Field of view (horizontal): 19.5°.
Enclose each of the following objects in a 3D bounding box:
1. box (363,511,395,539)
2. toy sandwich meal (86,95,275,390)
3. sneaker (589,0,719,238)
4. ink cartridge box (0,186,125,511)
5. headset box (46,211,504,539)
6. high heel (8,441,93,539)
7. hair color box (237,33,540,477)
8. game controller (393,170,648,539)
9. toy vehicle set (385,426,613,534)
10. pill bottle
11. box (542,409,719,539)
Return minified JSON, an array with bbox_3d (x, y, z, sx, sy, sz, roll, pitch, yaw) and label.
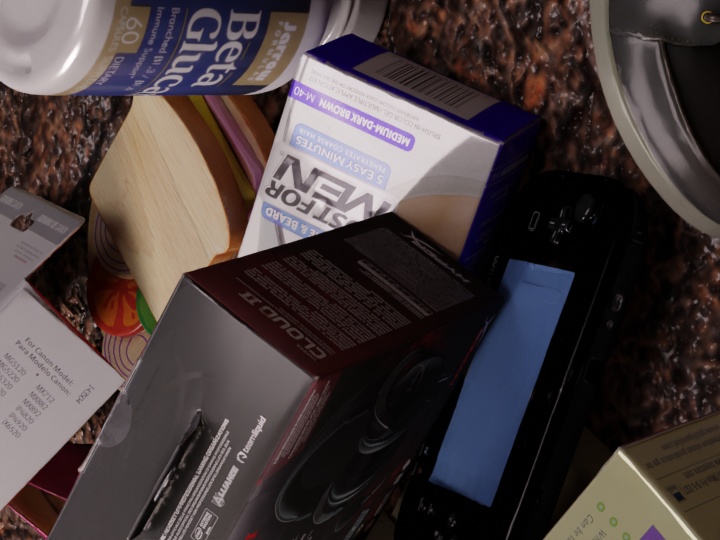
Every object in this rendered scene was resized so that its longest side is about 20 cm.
[{"bbox_3d":[0.002,0.201,1.009,0.200,0.077,0.095,51,126,31],"label":"box"},{"bbox_3d":[-0.105,-0.010,1.150,0.204,0.070,0.207,4,96,46],"label":"toy sandwich meal"},{"bbox_3d":[0.153,-0.120,0.868,0.106,0.074,0.201,-25,74,47],"label":"sneaker"},{"bbox_3d":[-0.213,0.048,1.187,0.176,0.084,0.200,-46,21,-9],"label":"ink cartridge box"},{"bbox_3d":[-0.039,0.067,0.906,0.077,0.200,0.149,36,113,17],"label":"headset box"},{"bbox_3d":[-0.132,0.173,1.174,0.200,0.096,0.068,47,124,34],"label":"high heel"},{"bbox_3d":[0.000,0.000,1.022,0.109,0.065,0.201,25,115,16],"label":"hair color box"},{"bbox_3d":[0.070,0.052,0.948,0.104,0.042,0.201,16,85,56],"label":"game controller"},{"bbox_3d":[0.061,0.156,1.021,0.124,0.026,0.201,46,124,34],"label":"toy vehicle set"},{"bbox_3d":[-0.083,-0.141,1.025,0.111,0.199,0.112,5,98,46],"label":"pill bottle"},{"bbox_3d":[0.146,0.192,0.866,0.200,0.096,0.176,50,125,23],"label":"box"}]
